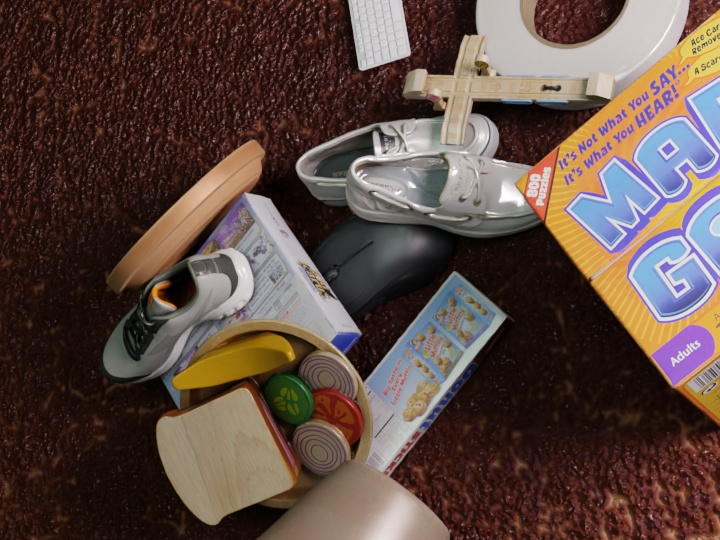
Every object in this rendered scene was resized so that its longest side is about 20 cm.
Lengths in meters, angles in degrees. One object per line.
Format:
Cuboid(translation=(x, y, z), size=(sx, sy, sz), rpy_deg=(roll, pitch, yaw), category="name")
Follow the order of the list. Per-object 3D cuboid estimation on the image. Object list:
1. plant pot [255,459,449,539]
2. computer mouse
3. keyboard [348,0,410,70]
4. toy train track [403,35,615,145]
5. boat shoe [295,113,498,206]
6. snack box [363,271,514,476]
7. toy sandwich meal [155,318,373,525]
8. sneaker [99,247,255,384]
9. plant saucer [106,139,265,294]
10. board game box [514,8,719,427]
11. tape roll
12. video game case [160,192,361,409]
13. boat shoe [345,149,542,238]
Cuboid(translation=(-0.014, 0.263, 1.002), size=(0.199, 0.201, 0.175), rpy_deg=(28, 71, 30), category="plant pot")
Cuboid(translation=(0.000, 0.000, 1.133), size=(0.199, 0.053, 0.139), rpy_deg=(-35, 62, 13), category="computer mouse")
Cuboid(translation=(0.011, -0.304, 1.240), size=(0.056, 0.011, 0.202), rpy_deg=(-17, 69, 21), category="keyboard")
Cuboid(translation=(0.130, -0.171, 1.082), size=(0.198, 0.033, 0.116), rpy_deg=(5, 71, 24), category="toy train track")
Cuboid(translation=(0.032, -0.113, 1.142), size=(0.198, 0.066, 0.073), rpy_deg=(-8, 71, 24), category="boat shoe")
Cuboid(translation=(0.051, 0.100, 1.094), size=(0.072, 0.024, 0.201), rpy_deg=(42, 96, 30), category="snack box")
Cuboid(translation=(-0.088, 0.139, 1.061), size=(0.203, 0.070, 0.208), rpy_deg=(4, 109, 13), category="toy sandwich meal")
Cuboid(translation=(-0.191, 0.041, 1.136), size=(0.200, 0.079, 0.074), rpy_deg=(-39, 65, 29), category="sneaker")
Cuboid(translation=(-0.165, -0.047, 1.160), size=(0.032, 0.200, 0.200), rpy_deg=(45, 98, -3), category="plant saucer")
Cuboid(translation=(0.279, -0.030, 0.918), size=(0.200, 0.200, 0.201), rpy_deg=(-40, 61, 11), category="board game box")
Cuboid(translation=(0.205, -0.250, 1.114), size=(0.201, 0.037, 0.205), rpy_deg=(-7, 72, 24), category="tape roll")
Cuboid(translation=(-0.113, 0.061, 1.150), size=(0.200, 0.045, 0.182), rpy_deg=(-49, 60, 23), category="video game case")
Cuboid(translation=(0.084, -0.074, 1.073), size=(0.197, 0.069, 0.072), rpy_deg=(0, 72, 2), category="boat shoe")
